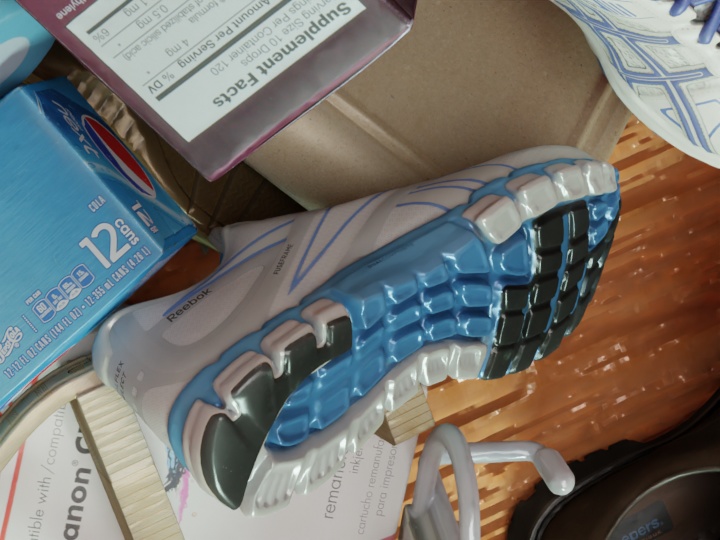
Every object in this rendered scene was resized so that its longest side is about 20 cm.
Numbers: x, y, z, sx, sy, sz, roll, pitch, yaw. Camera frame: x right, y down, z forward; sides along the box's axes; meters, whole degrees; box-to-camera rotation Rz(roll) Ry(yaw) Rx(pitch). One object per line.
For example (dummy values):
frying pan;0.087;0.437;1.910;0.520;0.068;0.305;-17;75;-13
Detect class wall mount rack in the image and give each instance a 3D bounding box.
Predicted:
wall mount rack;0.054;0.155;0.952;0.074;0.174;0.201;-1;123;-14

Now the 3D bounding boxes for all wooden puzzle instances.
wooden puzzle;0.024;-0.109;0.958;0.185;0.037;0.201;37;73;-22

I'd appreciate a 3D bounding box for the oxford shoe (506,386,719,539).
oxford shoe;0.156;0.072;1.032;0.200;0.084;0.073;-34;106;-11

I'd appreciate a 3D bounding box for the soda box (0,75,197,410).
soda box;-0.148;0.031;0.875;0.200;0.064;0.068;-41;91;9

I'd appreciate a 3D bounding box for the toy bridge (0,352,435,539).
toy bridge;-0.077;0.060;0.911;0.199;0.027;0.068;-24;108;-13

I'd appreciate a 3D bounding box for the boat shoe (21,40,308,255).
boat shoe;-0.083;-0.063;0.945;0.200;0.063;0.073;39;63;-24

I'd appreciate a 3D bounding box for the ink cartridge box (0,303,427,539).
ink cartridge box;-0.090;0.072;0.960;0.199;0.067;0.117;9;98;-19

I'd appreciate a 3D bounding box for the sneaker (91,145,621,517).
sneaker;0.000;0.000;0.893;0.200;0.086;0.075;-25;132;-39

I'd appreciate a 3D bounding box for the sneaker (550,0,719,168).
sneaker;0.097;-0.091;0.898;0.200;0.088;0.075;35;90;-4

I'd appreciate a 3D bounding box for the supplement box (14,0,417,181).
supplement box;-0.075;-0.139;0.808;0.086;0.111;0.200;-35;116;28

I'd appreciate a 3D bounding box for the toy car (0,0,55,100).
toy car;-0.205;-0.111;0.780;0.177;0.200;0.184;-41;77;-5
